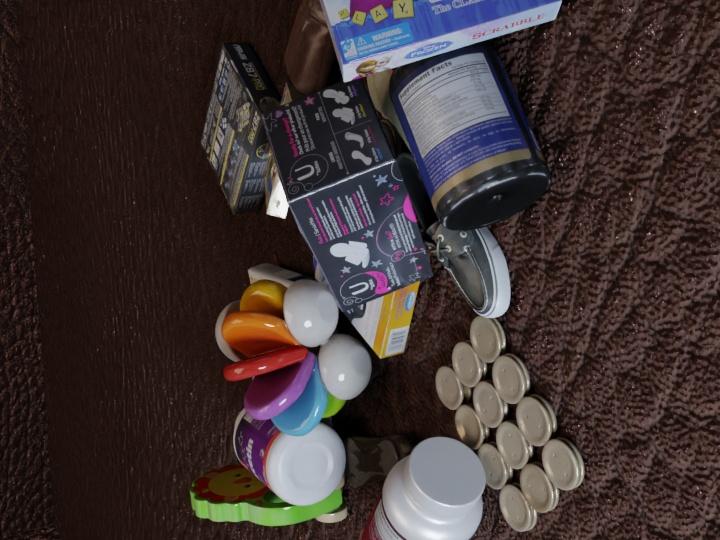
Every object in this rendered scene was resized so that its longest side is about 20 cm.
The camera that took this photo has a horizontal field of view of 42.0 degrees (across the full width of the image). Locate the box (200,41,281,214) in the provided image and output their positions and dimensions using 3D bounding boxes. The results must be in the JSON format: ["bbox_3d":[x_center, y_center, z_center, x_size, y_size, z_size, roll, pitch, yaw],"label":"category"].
[{"bbox_3d":[-0.179,-0.210,1.398,0.162,0.049,0.201,62,146,31],"label":"box"}]

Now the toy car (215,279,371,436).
[{"bbox_3d":[-0.098,0.118,1.167,0.174,0.150,0.201,-19,111,35],"label":"toy car"}]

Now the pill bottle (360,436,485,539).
[{"bbox_3d":[0.070,0.277,1.044,0.113,0.112,0.201,57,146,34],"label":"pill bottle"}]

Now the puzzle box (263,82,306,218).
[{"bbox_3d":[-0.094,-0.157,1.181,0.200,0.025,0.134,-110,35,-70],"label":"puzzle box"}]

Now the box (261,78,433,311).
[{"bbox_3d":[-0.012,-0.076,0.980,0.201,0.114,0.133,68,-178,-53],"label":"box"}]

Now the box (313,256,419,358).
[{"bbox_3d":[0.000,0.000,1.163,0.200,0.041,0.120,51,140,44],"label":"box"}]

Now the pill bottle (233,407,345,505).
[{"bbox_3d":[-0.107,0.242,1.298,0.200,0.111,0.114,12,110,63],"label":"pill bottle"}]

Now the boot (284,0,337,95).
[{"bbox_3d":[-0.070,-0.336,1.164,0.187,0.064,0.201,62,151,32],"label":"boot"}]

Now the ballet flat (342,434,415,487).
[{"bbox_3d":[0.024,0.238,1.198,0.200,0.046,0.068,147,113,-63],"label":"ballet flat"}]

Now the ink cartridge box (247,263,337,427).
[{"bbox_3d":[-0.088,0.101,1.337,0.198,0.043,0.202,16,119,59],"label":"ink cartridge box"}]

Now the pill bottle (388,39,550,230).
[{"bbox_3d":[0.092,-0.149,0.880,0.112,0.111,0.202,-46,59,55],"label":"pill bottle"}]

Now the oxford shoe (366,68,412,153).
[{"bbox_3d":[0.052,-0.180,0.993,0.074,0.070,0.201,115,145,-53],"label":"oxford shoe"}]

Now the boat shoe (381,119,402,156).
[{"bbox_3d":[-0.020,-0.123,1.127,0.200,0.068,0.075,-28,75,59],"label":"boat shoe"}]

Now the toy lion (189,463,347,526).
[{"bbox_3d":[-0.143,0.321,1.359,0.199,0.190,0.069,14,111,58],"label":"toy lion"}]

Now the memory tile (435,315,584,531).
[{"bbox_3d":[0.149,0.158,0.974,0.201,0.017,0.154,61,146,28],"label":"memory tile"}]

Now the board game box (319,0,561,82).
[{"bbox_3d":[0.051,-0.290,0.826,0.041,0.198,0.201,84,168,-78],"label":"board game box"}]

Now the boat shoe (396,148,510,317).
[{"bbox_3d":[0.091,-0.040,0.970,0.069,0.056,0.202,-49,57,54],"label":"boat shoe"}]
